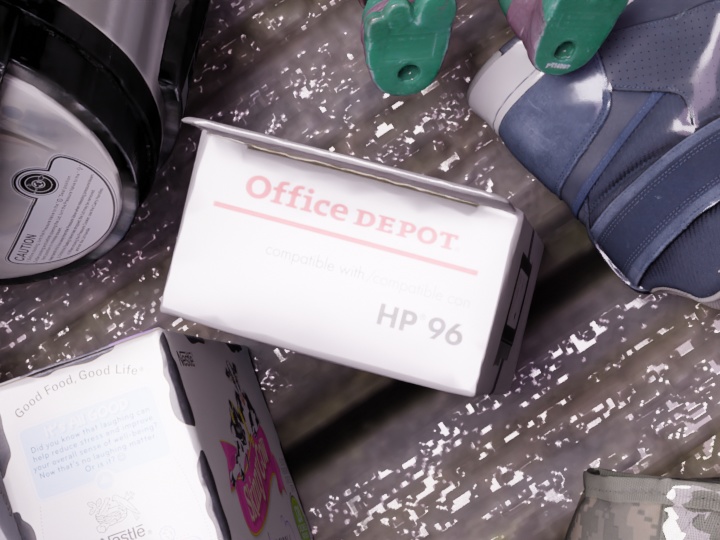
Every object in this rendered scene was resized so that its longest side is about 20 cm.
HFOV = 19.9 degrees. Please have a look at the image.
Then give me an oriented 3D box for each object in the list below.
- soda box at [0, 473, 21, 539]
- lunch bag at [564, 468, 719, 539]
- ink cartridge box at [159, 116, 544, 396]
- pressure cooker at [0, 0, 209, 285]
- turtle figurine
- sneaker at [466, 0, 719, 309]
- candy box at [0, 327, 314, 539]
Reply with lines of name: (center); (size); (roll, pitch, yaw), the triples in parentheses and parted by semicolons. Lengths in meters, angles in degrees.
soda box: (-0.145, 0.123, 0.781); (0.063, 0.068, 0.201); (-22, 110, 6)
lunch bag: (0.116, 0.154, 0.714); (0.117, 0.200, 0.165); (7, 87, 9)
ink cartridge box: (0.000, 0.000, 0.739); (0.115, 0.200, 0.068); (14, 88, 9)
pressure cooker: (-0.153, -0.085, 0.754); (0.178, 0.176, 0.201); (-8, 55, 21)
turtle figurine: (0.019, -0.155, 0.788); (0.149, 0.101, 0.201); (-21, 53, -2)
sneaker: (0.159, -0.076, 0.777); (0.202, 0.077, 0.146); (-41, 70, 13)
candy box: (-0.056, 0.128, 0.756); (0.071, 0.168, 0.201); (-20, 84, 6)
